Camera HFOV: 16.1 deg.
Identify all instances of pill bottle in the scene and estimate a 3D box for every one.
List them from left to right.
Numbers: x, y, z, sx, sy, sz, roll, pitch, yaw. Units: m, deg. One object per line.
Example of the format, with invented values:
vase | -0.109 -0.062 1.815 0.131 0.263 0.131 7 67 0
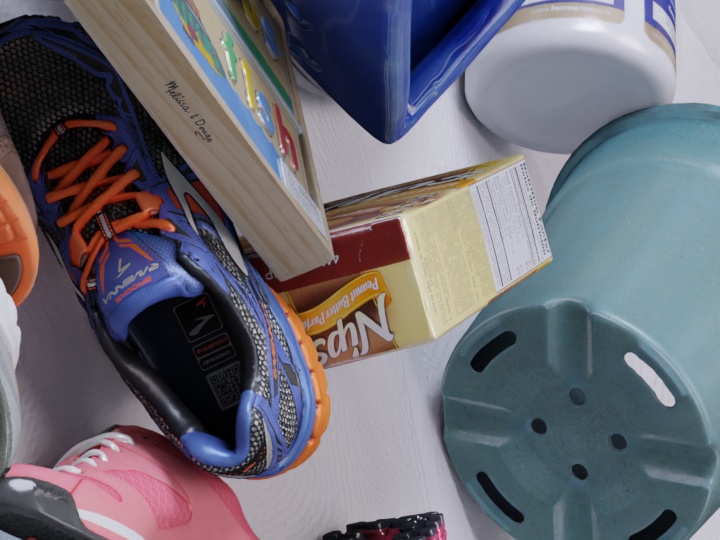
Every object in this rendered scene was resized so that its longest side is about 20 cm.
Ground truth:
pill bottle | 0.118 -0.175 1.414 0.116 0.115 0.201 45 41 -48

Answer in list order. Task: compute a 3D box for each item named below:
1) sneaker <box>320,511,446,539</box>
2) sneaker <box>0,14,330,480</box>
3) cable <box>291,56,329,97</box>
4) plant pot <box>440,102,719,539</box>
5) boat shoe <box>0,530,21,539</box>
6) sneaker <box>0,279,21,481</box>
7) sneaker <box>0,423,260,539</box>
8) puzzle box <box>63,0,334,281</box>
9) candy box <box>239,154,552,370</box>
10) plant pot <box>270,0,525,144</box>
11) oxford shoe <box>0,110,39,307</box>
sneaker | -0.001 0.165 1.062 0.200 0.080 0.075 -34 111 -63
sneaker | -0.078 -0.008 0.942 0.200 0.075 0.078 55 11 -2
cable | -0.006 -0.183 1.221 0.200 0.069 0.201 7 72 -63
plant pot | 0.147 0.043 1.307 0.196 0.199 0.201 -43 117 -52
boat shoe | -0.164 0.092 0.777 0.200 0.073 0.067 33 88 -32
sneaker | -0.164 -0.005 0.793 0.200 0.074 0.079 53 5 -40
sneaker | -0.098 0.094 0.935 0.200 0.073 0.087 34 33 -57
puzzle box | -0.068 -0.102 0.926 0.200 0.025 0.134 54 18 -50
candy box | 0.000 0.000 1.073 0.200 0.115 0.056 -30 106 -70
plant pot | 0.008 -0.200 1.036 0.200 0.180 0.200 -50 171 -14
oxford shoe | -0.170 -0.078 0.867 0.073 0.071 0.201 -94 165 -61
